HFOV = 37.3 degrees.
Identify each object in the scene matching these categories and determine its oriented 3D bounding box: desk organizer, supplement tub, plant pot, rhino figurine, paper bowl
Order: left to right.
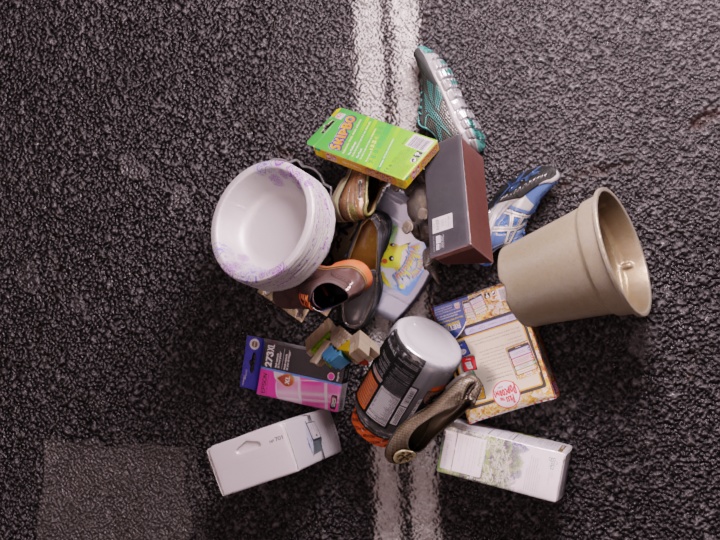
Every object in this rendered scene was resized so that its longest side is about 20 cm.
[{"bbox_3d":[-0.130,-0.066,1.694,0.200,0.104,0.201,-10,71,30],"label":"paper bowl"},{"bbox_3d":[0.068,0.182,1.711,0.122,0.122,0.200,37,122,14],"label":"supplement tub"},{"bbox_3d":[0.106,-0.074,1.691,0.060,0.087,0.201,-21,72,28],"label":"rhino figurine"},{"bbox_3d":[0.152,-0.102,1.656,0.072,0.077,0.201,-19,57,29],"label":"desk organizer"},{"bbox_3d":[0.316,-0.001,1.619,0.183,0.200,0.201,-20,85,28],"label":"plant pot"}]

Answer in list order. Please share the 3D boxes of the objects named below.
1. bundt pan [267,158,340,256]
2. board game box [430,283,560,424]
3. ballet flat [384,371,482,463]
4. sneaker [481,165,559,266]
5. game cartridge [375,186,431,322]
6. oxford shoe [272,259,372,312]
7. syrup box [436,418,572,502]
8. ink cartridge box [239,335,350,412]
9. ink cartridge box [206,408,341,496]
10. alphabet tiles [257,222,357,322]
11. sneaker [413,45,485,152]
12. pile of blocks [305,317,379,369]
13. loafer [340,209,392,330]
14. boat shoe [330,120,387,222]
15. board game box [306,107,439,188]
[{"bbox_3d":[-0.119,-0.087,1.801,0.201,0.076,0.203,0,91,19],"label":"bundt pan"},{"bbox_3d":[0.216,0.129,1.718,0.151,0.046,0.201,-19,85,18],"label":"board game box"},{"bbox_3d":[0.117,0.239,1.668,0.200,0.067,0.046,-44,51,12],"label":"ballet flat"},{"bbox_3d":[0.241,-0.089,1.701,0.200,0.076,0.077,-41,101,16],"label":"sneaker"},{"bbox_3d":[0.060,-0.022,1.770,0.133,0.040,0.201,27,99,10],"label":"game cartridge"},{"bbox_3d":[-0.077,0.032,1.707,0.200,0.073,0.071,-17,111,40],"label":"oxford shoe"},{"bbox_3d":[0.230,0.300,1.699,0.199,0.081,0.079,11,94,17],"label":"syrup box"},{"bbox_3d":[-0.118,0.176,1.838,0.199,0.037,0.095,10,94,20],"label":"ink cartridge box"},{"bbox_3d":[-0.138,0.295,1.759,0.146,0.200,0.086,-21,85,18],"label":"ink cartridge box"},{"bbox_3d":[-0.092,-0.021,1.838,0.166,0.006,0.200,33,101,14],"label":"alphabet tiles"},{"bbox_3d":[0.122,-0.266,1.728,0.091,0.078,0.201,-28,81,21],"label":"sneaker"},{"bbox_3d":[-0.027,0.137,1.731,0.062,0.200,0.082,41,79,-20],"label":"pile of blocks"},{"bbox_3d":[0.000,0.000,1.733,0.073,0.072,0.201,10,96,14],"label":"loafer"},{"bbox_3d":[0.019,-0.160,1.727,0.068,0.072,0.201,-1,58,35],"label":"boat shoe"},{"bbox_3d":[0.017,-0.197,1.694,0.200,0.030,0.096,25,61,29],"label":"board game box"}]
